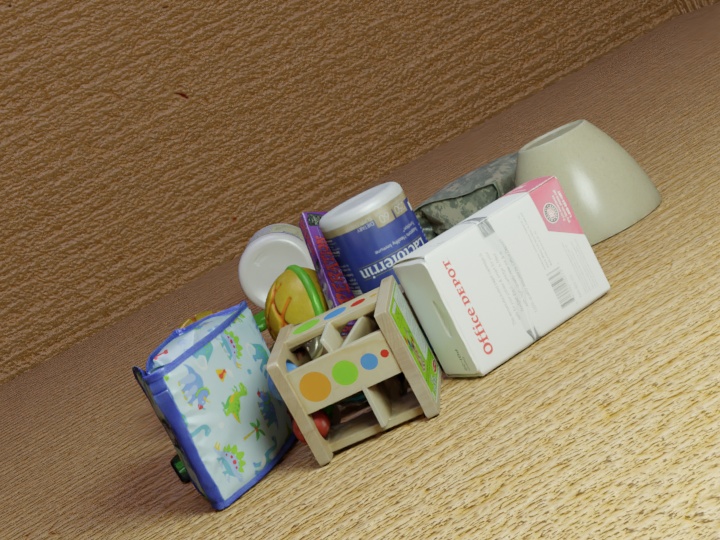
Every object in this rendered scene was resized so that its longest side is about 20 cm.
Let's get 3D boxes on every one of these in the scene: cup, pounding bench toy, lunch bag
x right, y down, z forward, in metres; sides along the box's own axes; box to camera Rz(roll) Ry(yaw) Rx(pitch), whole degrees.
[{"bbox_3d":[0.290,-0.120,1.860,0.200,0.144,0.200,-27,8,4],"label":"cup"},{"bbox_3d":[-0.008,0.097,1.476,0.156,0.125,0.200,-25,14,12],"label":"pounding bench toy"},{"bbox_3d":[-0.164,0.153,1.513,0.127,0.171,0.200,-24,11,15],"label":"lunch bag"},{"bbox_3d":[0.184,-0.098,2.140,0.199,0.118,0.164,-14,16,39],"label":"lunch bag"}]

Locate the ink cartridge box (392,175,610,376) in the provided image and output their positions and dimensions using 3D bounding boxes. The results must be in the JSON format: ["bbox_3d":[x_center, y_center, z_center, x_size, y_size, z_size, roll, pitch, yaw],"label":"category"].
[{"bbox_3d":[0.154,0.007,1.496,0.200,0.147,0.083,-31,8,-25],"label":"ink cartridge box"}]

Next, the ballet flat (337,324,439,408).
[{"bbox_3d":[0.023,0.114,1.582,0.199,0.076,0.064,-21,-22,9],"label":"ballet flat"}]

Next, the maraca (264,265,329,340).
[{"bbox_3d":[-0.082,0.062,1.889,0.107,0.138,0.200,-13,-4,-17],"label":"maraca"}]

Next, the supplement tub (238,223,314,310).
[{"bbox_3d":[-0.149,-0.009,2.520,0.145,0.145,0.200,-26,8,3],"label":"supplement tub"}]

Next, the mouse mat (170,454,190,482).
[{"bbox_3d":[-0.145,0.203,1.712,0.200,0.008,0.161,-30,9,-12],"label":"mouse mat"}]

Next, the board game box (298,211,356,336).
[{"bbox_3d":[0.000,0.000,1.821,0.120,0.200,0.032,-6,-39,-20],"label":"board game box"}]

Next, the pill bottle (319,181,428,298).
[{"bbox_3d":[0.040,0.001,1.703,0.115,0.201,0.116,-27,9,5],"label":"pill bottle"}]

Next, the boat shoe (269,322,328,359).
[{"bbox_3d":[-0.115,0.140,1.796,0.200,0.072,0.067,-33,-31,23],"label":"boat shoe"}]

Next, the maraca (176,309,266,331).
[{"bbox_3d":[-0.222,0.112,2.145,0.199,0.107,0.137,-23,16,24],"label":"maraca"}]
